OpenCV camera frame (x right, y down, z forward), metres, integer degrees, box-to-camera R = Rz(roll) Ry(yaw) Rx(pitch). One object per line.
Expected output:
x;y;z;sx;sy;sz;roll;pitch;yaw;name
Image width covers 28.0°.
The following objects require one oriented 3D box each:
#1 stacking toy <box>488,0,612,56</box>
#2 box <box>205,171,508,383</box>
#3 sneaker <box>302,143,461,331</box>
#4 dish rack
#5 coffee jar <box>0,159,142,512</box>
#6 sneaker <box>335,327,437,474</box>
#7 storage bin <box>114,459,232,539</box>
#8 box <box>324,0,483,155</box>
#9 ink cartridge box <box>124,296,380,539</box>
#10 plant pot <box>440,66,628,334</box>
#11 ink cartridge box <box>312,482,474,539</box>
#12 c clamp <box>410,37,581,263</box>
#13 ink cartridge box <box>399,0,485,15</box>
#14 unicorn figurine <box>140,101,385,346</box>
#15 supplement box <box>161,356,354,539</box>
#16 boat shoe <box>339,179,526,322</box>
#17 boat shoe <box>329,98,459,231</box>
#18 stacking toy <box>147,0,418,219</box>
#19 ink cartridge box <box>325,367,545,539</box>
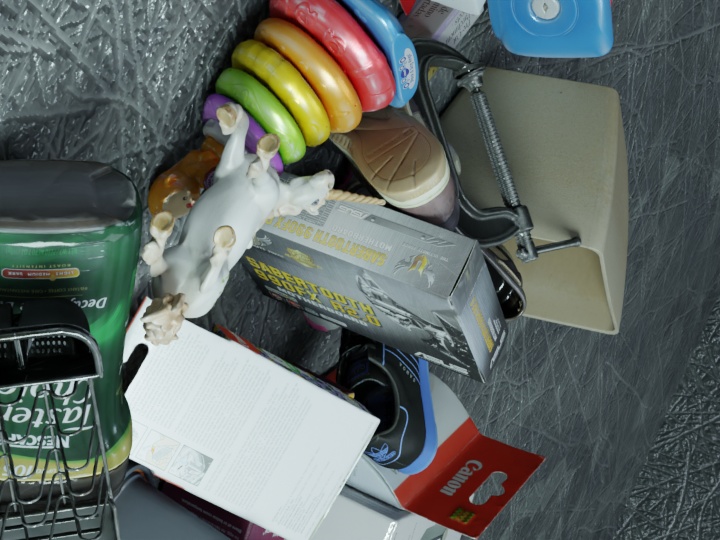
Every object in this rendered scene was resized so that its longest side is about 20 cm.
0.195;-0.293;1.332;0.200;0.109;0.117;-61;149;-44;stacking toy
0.000;0.000;1.034;0.049;0.199;0.159;-63;158;-16;box
0.016;-0.039;1.179;0.201;0.088;0.081;-65;157;-6;sneaker
-0.202;0.106;0.755;0.055;0.152;0.201;-106;-168;-57;dish rack
-0.176;0.042;0.803;0.085;0.104;0.201;-113;-154;-54;coffee jar
0.014;0.070;1.211;0.078;0.070;0.201;32;37;-51;sneaker
-0.158;0.241;0.983;0.200;0.134;0.146;-55;158;-30;storage bin
0.036;-0.170;1.166;0.200;0.039;0.042;-53;153;-31;box
-0.097;0.103;1.017;0.199;0.050;0.109;31;91;-23;ink cartridge box
0.161;-0.074;1.356;0.200;0.199;0.178;61;45;-62;plant pot
-0.004;0.220;1.299;0.200;0.145;0.084;3;107;-66;ink cartridge box
0.093;-0.094;1.151;0.170;0.027;0.201;-20;89;-51;c clamp
0.092;-0.309;1.106;0.201;0.084;0.176;-62;157;-15;ink cartridge box
-0.074;-0.034;0.876;0.200;0.074;0.138;-43;165;-20;unicorn figurine
-0.093;0.174;1.135;0.110;0.085;0.201;7;105;-66;supplement box
0.060;-0.014;1.126;0.199;0.073;0.075;21;107;-35;boat shoe
0.020;-0.088;1.035;0.072;0.200;0.065;-29;125;-3;boat shoe
-0.065;-0.104;0.954;0.200;0.110;0.116;-45;158;-14;stacking toy
0.047;0.145;1.270;0.162;0.199;0.050;-34;136;-55;ink cartridge box
